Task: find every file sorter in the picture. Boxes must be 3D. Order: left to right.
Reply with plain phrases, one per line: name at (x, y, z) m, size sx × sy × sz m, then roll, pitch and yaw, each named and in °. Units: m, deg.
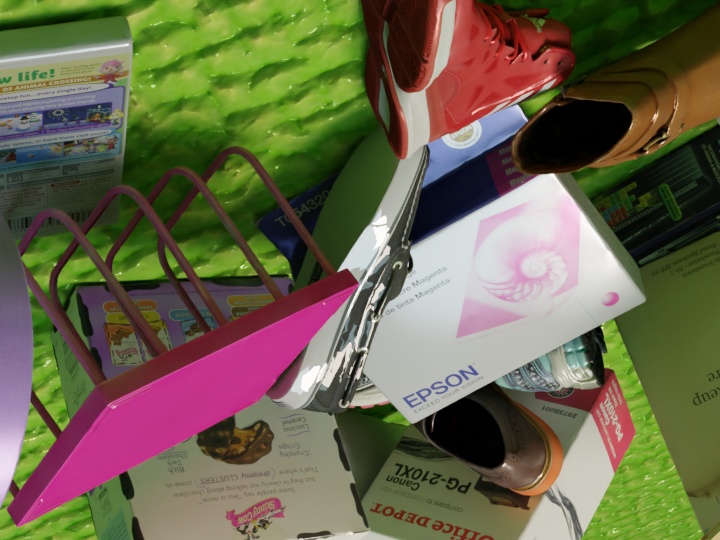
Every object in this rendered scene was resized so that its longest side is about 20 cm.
file sorter at (-0.131, 0.028, 0.953) m, size 0.199 × 0.126 × 0.139 m, roll -25°, pitch 163°, yaw -45°

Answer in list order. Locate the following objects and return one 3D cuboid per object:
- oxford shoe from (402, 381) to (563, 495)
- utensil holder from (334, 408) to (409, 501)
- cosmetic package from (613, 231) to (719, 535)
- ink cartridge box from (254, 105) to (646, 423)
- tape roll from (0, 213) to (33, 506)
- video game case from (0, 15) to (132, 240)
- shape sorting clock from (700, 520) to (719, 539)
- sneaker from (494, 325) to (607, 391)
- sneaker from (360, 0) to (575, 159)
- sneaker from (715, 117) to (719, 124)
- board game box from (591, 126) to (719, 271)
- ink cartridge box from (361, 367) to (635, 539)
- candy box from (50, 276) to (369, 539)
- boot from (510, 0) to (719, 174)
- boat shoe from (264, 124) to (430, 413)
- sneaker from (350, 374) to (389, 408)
oxford shoe at (0.063, 0.094, 1.224) m, size 0.072 × 0.199 × 0.072 m, roll 20°, pitch 100°, yaw -50°
utensil holder at (-0.031, 0.194, 1.364) m, size 0.169 × 0.171 × 0.199 m, roll -31°, pitch 149°, yaw 23°
cosmetic package at (0.261, 0.086, 1.185) m, size 0.103 × 0.202 × 0.073 m, roll -27°, pitch 151°, yaw 12°
ink cartridge box at (0.062, -0.004, 1.097) m, size 0.195 × 0.044 × 0.200 m, roll -29°, pitch 129°, yaw 18°
tape roll at (-0.247, 0.052, 0.854) m, size 0.065 × 0.202 × 0.200 m, roll 7°, pitch 144°, yaw -41°
video game case at (-0.226, -0.065, 0.897) m, size 0.198 × 0.022 × 0.183 m, roll -10°, pitch 153°, yaw -16°
shape sorting clock at (0.311, 0.177, 1.120) m, size 0.198 × 0.040 × 0.201 m, roll -14°, pitch 148°, yaw -9°
sneaker at (0.139, 0.043, 1.248) m, size 0.085 × 0.078 × 0.200 m, roll -12°, pitch -174°, yaw 12°
sneaker at (0.064, -0.140, 0.911) m, size 0.115 × 0.079 × 0.200 m, roll -23°, pitch 167°, yaw -11°
sneaker at (0.324, -0.135, 1.087) m, size 0.199 × 0.074 × 0.116 m, roll -9°, pitch 152°, yaw -42°
board game box at (0.265, -0.028, 1.261) m, size 0.164 × 0.057 × 0.200 m, roll -31°, pitch 151°, yaw 19°
ink cartridge box at (0.104, 0.163, 1.278) m, size 0.144 × 0.201 × 0.085 m, roll 10°, pitch 141°, yaw 35°
candy box at (-0.105, 0.110, 1.110) m, size 0.166 × 0.202 × 0.072 m, roll -2°, pitch 149°, yaw -30°
boot at (0.190, -0.119, 0.974) m, size 0.199 × 0.077 × 0.155 m, roll -23°, pitch 179°, yaw 38°
boat shoe at (0.000, 0.000, 1.045) m, size 0.056 × 0.069 × 0.201 m, roll 17°, pitch 106°, yaw -29°
sneaker at (0.038, 0.025, 1.199) m, size 0.199 × 0.081 × 0.074 m, roll -38°, pitch 127°, yaw 25°
